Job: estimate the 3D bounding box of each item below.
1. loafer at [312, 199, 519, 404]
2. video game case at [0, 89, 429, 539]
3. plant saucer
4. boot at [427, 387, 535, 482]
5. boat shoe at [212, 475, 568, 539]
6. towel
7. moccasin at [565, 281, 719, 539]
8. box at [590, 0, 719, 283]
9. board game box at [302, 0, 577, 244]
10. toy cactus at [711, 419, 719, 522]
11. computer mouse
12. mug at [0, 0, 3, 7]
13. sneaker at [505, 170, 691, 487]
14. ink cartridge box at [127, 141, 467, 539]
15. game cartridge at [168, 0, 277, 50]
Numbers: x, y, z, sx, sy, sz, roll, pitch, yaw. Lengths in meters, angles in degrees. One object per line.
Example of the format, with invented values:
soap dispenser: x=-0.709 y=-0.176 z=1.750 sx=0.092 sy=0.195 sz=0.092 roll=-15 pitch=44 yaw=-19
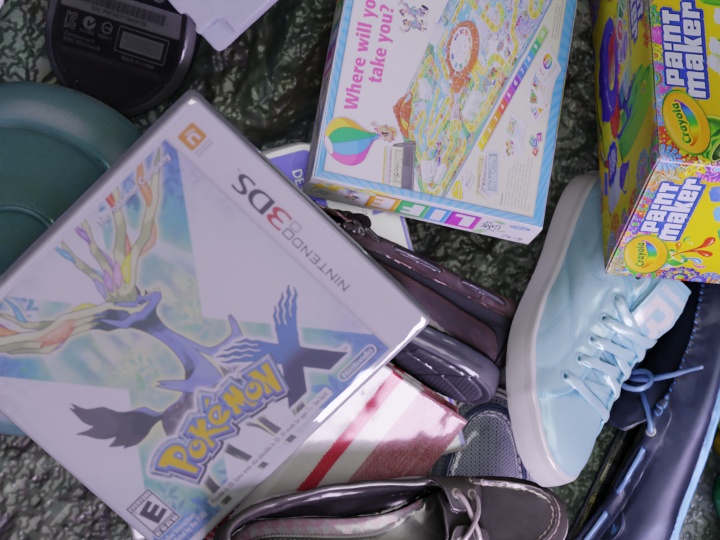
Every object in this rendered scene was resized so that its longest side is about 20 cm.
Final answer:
loafer: x=0.000 y=0.000 z=1.480 sx=0.200 sy=0.072 sz=0.063 roll=33 pitch=66 yaw=-12
video game case: x=-0.095 y=0.033 z=1.426 sx=0.200 sy=0.022 sz=0.182 roll=-44 pitch=106 yaw=10
plant saucer: x=-0.191 y=-0.005 z=1.479 sx=0.200 sy=0.027 sz=0.200 roll=1 pitch=95 yaw=10
boot: x=0.074 y=0.167 z=1.515 sx=0.073 sy=0.090 sz=0.200 roll=1 pitch=91 yaw=-8
boat shoe: x=0.018 y=0.147 z=1.453 sx=0.200 sy=0.057 sz=0.067 roll=-7 pitch=70 yaw=-4
towel: x=-0.060 y=0.083 z=1.474 sx=0.200 sy=0.023 sz=0.144 roll=35 pitch=100 yaw=-17
moccasin: x=0.167 y=0.089 z=1.534 sx=0.068 sy=0.080 sz=0.200 roll=17 pitch=88 yaw=-3
box: x=0.237 y=-0.105 z=1.477 sx=0.192 sy=0.122 sz=0.200 roll=5 pitch=59 yaw=-8
board game box: x=0.050 y=-0.126 z=1.510 sx=0.134 sy=0.034 sz=0.200 roll=13 pitch=73 yaw=-8
toy cactus: x=0.249 y=0.164 z=1.552 sx=0.165 sy=0.102 sz=0.200 roll=-37 pitch=98 yaw=13
computer mouse: x=-0.111 y=-0.182 z=1.483 sx=0.138 sy=0.053 sz=0.200 roll=22 pitch=105 yaw=4
mug: x=-0.252 y=-0.154 z=1.417 sx=0.148 sy=0.200 sz=0.175 roll=35 pitch=78 yaw=-32
sneaker: x=0.139 y=0.026 z=1.489 sx=0.074 sy=0.082 sz=0.200 roll=37 pitch=57 yaw=-41
ink cartridge box: x=-0.060 y=0.035 z=1.519 sx=0.200 sy=0.043 sz=0.198 roll=-15 pitch=92 yaw=-5
game cartridge: x=-0.094 y=-0.235 z=1.422 sx=0.133 sy=0.041 sz=0.200 roll=-40 pitch=93 yaw=20
